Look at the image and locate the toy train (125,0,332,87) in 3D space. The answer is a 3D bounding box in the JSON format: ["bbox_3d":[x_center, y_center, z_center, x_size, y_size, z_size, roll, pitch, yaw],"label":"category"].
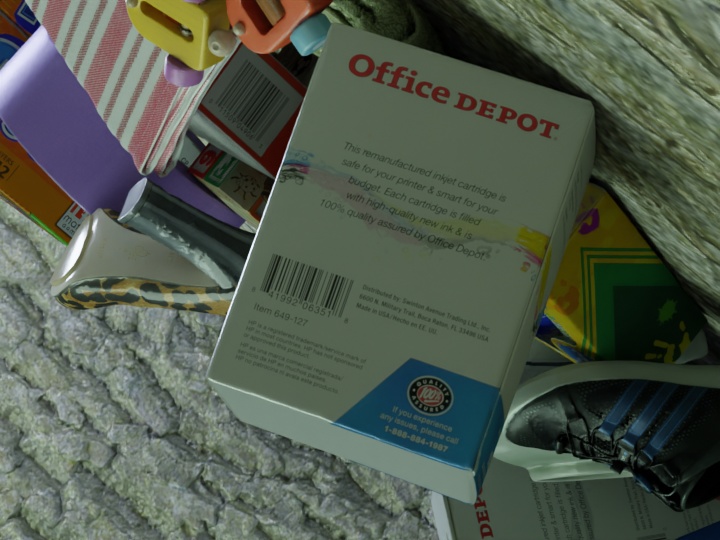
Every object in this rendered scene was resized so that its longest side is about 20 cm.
[{"bbox_3d":[-0.086,-0.186,1.250,0.200,0.056,0.150,53,140,8],"label":"toy train"}]

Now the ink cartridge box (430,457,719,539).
[{"bbox_3d":[0.159,0.194,1.634,0.083,0.199,0.148,95,165,-62],"label":"ink cartridge box"}]

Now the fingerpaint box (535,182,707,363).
[{"bbox_3d":[0.093,-0.020,1.418,0.200,0.073,0.167,33,172,40],"label":"fingerpaint box"}]

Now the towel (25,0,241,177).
[{"bbox_3d":[-0.150,-0.173,1.405,0.200,0.030,0.147,56,141,18],"label":"towel"}]

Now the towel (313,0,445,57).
[{"bbox_3d":[-0.021,-0.150,1.319,0.200,0.037,0.148,35,174,29],"label":"towel"}]

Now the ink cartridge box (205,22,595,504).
[{"bbox_3d":[0.026,-0.001,1.215,0.146,0.201,0.145,19,170,8],"label":"ink cartridge box"}]

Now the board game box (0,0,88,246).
[{"bbox_3d":[-0.263,-0.172,1.800,0.200,0.200,0.200,43,173,-36],"label":"board game box"}]

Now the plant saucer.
[{"bbox_3d":[0.163,0.111,1.521,0.199,0.051,0.200,-5,172,-1],"label":"plant saucer"}]

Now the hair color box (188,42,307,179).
[{"bbox_3d":[-0.119,-0.139,1.521,0.111,0.064,0.200,41,172,-39],"label":"hair color box"}]

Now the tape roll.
[{"bbox_3d":[-0.170,-0.087,1.637,0.200,0.066,0.200,43,-172,-8],"label":"tape roll"}]

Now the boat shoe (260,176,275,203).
[{"bbox_3d":[0.000,0.000,1.470,0.200,0.068,0.072,39,176,29],"label":"boat shoe"}]

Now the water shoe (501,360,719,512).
[{"bbox_3d":[0.177,0.100,1.361,0.199,0.079,0.072,-4,149,13],"label":"water shoe"}]

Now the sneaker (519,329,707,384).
[{"bbox_3d":[0.144,0.040,1.511,0.199,0.073,0.071,-8,97,53],"label":"sneaker"}]

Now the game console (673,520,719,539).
[{"bbox_3d":[0.321,0.203,1.504,0.171,0.119,0.200,40,174,-10],"label":"game console"}]

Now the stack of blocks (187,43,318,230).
[{"bbox_3d":[-0.006,-0.049,1.593,0.200,0.115,0.059,41,173,-29],"label":"stack of blocks"}]

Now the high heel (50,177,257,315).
[{"bbox_3d":[-0.121,0.013,1.512,0.142,0.072,0.200,30,153,-17],"label":"high heel"}]
